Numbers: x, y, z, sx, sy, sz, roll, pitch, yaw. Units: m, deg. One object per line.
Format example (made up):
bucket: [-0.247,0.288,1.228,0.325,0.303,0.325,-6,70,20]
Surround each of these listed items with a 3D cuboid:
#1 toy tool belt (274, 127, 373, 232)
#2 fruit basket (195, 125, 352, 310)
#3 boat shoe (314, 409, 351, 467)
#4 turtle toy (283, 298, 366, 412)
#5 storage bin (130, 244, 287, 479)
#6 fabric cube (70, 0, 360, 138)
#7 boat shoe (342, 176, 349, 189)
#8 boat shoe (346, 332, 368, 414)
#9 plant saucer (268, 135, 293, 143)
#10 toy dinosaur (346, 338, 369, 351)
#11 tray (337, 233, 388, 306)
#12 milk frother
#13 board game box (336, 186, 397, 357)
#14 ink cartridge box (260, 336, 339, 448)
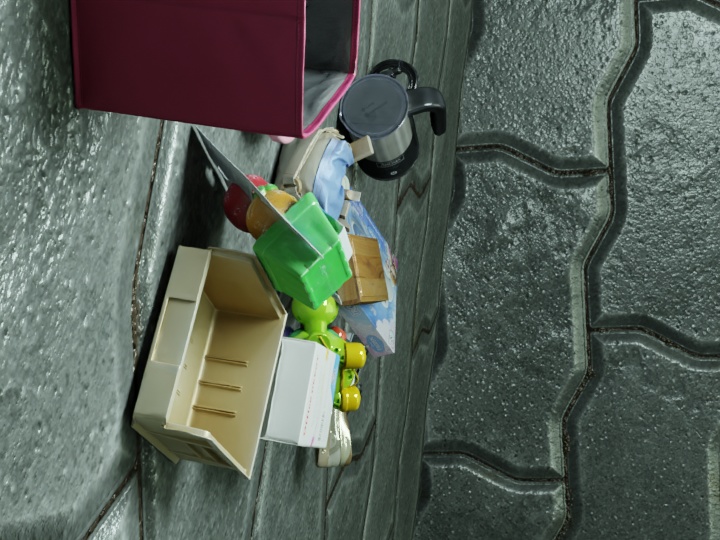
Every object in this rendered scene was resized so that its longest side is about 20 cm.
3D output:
toy tool belt: [-0.056,-0.099,1.613,0.125,0.121,0.202,66,34,-70]
fruit basket: [-0.095,-0.061,1.301,0.093,0.200,0.186,-37,158,-8]
boat shoe: [-0.061,0.229,1.972,0.072,0.064,0.202,125,-41,-65]
turtle toy: [-0.069,0.117,1.703,0.101,0.144,0.202,-107,-158,-59]
storage bin: [-0.161,0.100,1.284,0.199,0.093,0.202,73,28,-67]
fabric cube: [-0.114,-0.242,0.994,0.197,0.197,0.202,-63,158,-62]
boat shoe: [-0.067,-0.058,1.733,0.061,0.071,0.203,86,22,-54]
boat shoe: [-0.023,0.214,2.203,0.069,0.056,0.202,68,31,-70]
plant saucer: [-0.101,-0.259,1.451,0.200,0.050,0.203,7,90,-79]
toy dinosaur: [-0.036,0.123,1.893,0.200,0.087,0.048,132,-16,-82]
tray: [0.000,0.000,1.760,0.200,0.037,0.100,3,76,-78]
milk frother: [0.038,-0.290,2.025,0.201,0.180,0.188,56,-3,19]
board game box: [0.003,0.004,1.917,0.200,0.043,0.201,55,30,-45]
ink cartridge box: [-0.111,0.152,1.501,0.200,0.124,0.130,49,49,-76]
